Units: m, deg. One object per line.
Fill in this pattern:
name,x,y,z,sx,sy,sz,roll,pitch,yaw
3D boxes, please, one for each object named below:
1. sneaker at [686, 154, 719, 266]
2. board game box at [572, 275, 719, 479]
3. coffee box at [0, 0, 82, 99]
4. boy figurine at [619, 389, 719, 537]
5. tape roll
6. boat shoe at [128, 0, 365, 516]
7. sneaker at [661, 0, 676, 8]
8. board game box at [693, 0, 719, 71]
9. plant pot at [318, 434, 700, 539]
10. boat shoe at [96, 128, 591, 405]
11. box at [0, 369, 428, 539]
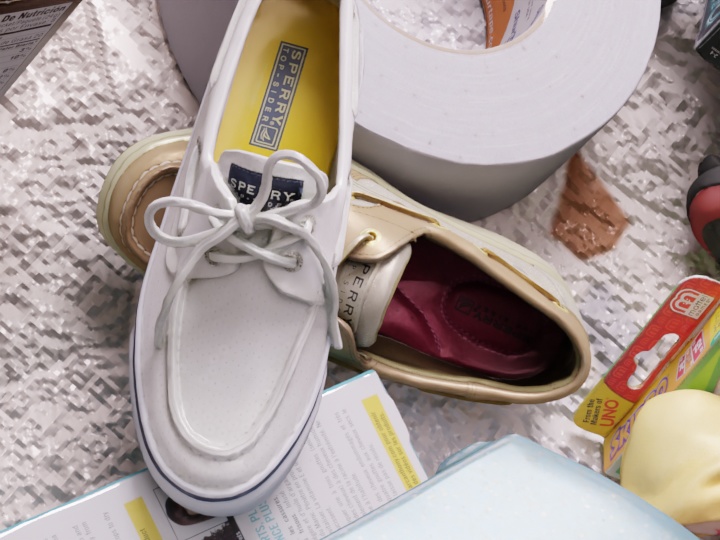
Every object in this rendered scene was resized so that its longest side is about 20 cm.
sneaker,0.213,0.030,1.103,0.200,0.071,0.098,35,55,-9
board game box,0.190,0.074,1.058,0.199,0.096,0.030,25,38,-13
coffee box,-0.178,-0.090,0.887,0.080,0.200,0.113,-14,74,-35
boy figurine,0.190,0.108,1.002,0.199,0.124,0.065,26,84,0
tape roll,0.020,-0.121,1.081,0.199,0.066,0.201,10,65,-22
boat shoe,-0.034,-0.019,0.922,0.074,0.086,0.203,14,72,2
sneaker,0.110,-0.217,1.157,0.073,0.082,0.201,-17,76,-31
board game box,0.215,-0.116,1.154,0.135,0.028,0.200,35,37,-10
plant pot,0.035,0.173,0.855,0.196,0.196,0.200,-26,82,-31
boat shoe,0.000,0.000,1.002,0.199,0.066,0.074,16,102,-19
box,-0.063,0.111,0.946,0.199,0.049,0.083,-22,79,-32
